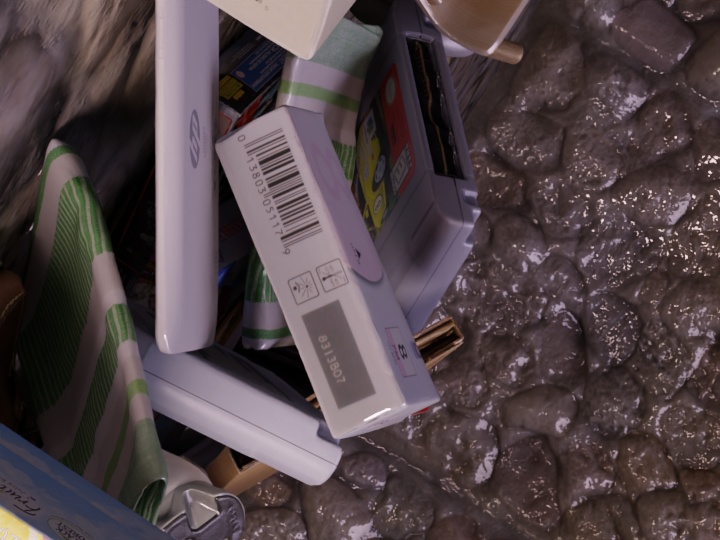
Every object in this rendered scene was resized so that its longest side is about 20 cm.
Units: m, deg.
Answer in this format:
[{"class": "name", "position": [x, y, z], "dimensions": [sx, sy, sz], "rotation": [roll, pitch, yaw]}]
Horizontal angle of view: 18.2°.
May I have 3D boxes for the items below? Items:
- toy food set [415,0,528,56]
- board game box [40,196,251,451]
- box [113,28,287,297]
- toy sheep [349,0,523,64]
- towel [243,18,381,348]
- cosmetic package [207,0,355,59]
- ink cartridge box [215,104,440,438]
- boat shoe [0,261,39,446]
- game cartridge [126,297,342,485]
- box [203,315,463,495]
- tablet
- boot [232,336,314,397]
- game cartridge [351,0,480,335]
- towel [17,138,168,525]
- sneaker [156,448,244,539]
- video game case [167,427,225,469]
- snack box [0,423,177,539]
[{"class": "toy food set", "position": [0.072, -0.245, 1.370], "dimensions": [0.144, 0.060, 0.200], "rotation": [-57, 140, -16]}, {"class": "board game box", "position": [-0.118, 0.049, 1.392], "dimensions": [0.200, 0.041, 0.199], "rotation": [-58, 173, 20]}, {"class": "box", "position": [-0.097, -0.058, 1.396], "dimensions": [0.200, 0.040, 0.137], "rotation": [-61, 173, 36]}, {"class": "toy sheep", "position": [0.060, -0.213, 1.502], "dimensions": [0.138, 0.137, 0.201], "rotation": [-41, 150, -75]}, {"class": "towel", "position": [-0.029, -0.054, 1.350], "dimensions": [0.152, 0.023, 0.201], "rotation": [-4, 106, -75]}, {"class": "cosmetic package", "position": [-0.009, -0.202, 1.006], "dimensions": [0.200, 0.105, 0.071], "rotation": [-57, 175, -32]}, {"class": "ink cartridge box", "position": [0.000, 0.000, 1.188], "dimensions": [0.057, 0.163, 0.200], "rotation": [-25, 174, 18]}, {"class": "boat shoe", "position": [-0.190, 0.076, 1.111], "dimensions": [0.072, 0.068, 0.200], "rotation": [-52, 172, -47]}, {"class": "game cartridge", "position": [-0.090, 0.055, 1.181], "dimensions": [0.042, 0.133, 0.200], "rotation": [-66, -165, 1]}, {"class": "box", "position": [-0.032, 0.096, 1.384], "dimensions": [0.163, 0.021, 0.200], "rotation": [-30, 174, -20]}, {"class": "tablet", "position": [-0.082, -0.062, 1.081], "dimensions": [0.130, 0.014, 0.201], "rotation": [0, 89, -84]}, {"class": "boot", "position": [-0.040, -0.018, 1.560], "dimensions": [0.200, 0.186, 0.064], "rotation": [-53, 143, -18]}, {"class": "game cartridge", "position": [0.022, -0.060, 1.420], "dimensions": [0.133, 0.041, 0.201], "rotation": [116, -26, -43]}, {"class": "towel", "position": [-0.133, 0.056, 1.074], "dimensions": [0.153, 0.023, 0.201], "rotation": [113, -33, -49]}, {"class": "sneaker", "position": [-0.161, 0.158, 1.144], "dimensions": [0.200, 0.088, 0.074], "rotation": [-33, 141, -27]}, {"class": "video game case", "position": [-0.156, 0.150, 1.507], "dimensions": [0.182, 0.023, 0.200], "rotation": [-33, -177, -33]}, {"class": "snack box", "position": [-0.197, 0.156, 0.941], "dimensions": [0.201, 0.168, 0.068], "rotation": [-61, 174, 21]}]
